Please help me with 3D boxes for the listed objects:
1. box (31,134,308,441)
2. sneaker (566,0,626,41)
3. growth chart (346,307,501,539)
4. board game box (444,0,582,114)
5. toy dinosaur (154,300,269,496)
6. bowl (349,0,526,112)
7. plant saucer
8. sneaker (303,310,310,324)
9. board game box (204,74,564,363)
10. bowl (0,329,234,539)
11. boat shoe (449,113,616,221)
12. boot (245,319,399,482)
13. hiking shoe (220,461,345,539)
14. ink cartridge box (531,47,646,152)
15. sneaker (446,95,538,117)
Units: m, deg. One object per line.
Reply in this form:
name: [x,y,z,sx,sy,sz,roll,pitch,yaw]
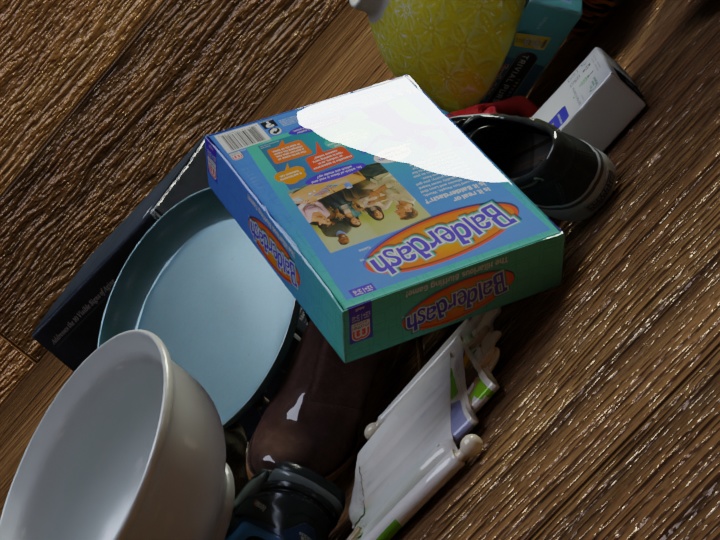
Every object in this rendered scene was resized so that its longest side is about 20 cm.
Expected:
box: [-0.125,0.034,1.539,0.200,0.197,0.124,-41,15,39]
sneaker: [0.180,-0.227,1.539,0.077,0.078,0.200,-65,10,-8]
growth chart: [0.039,0.096,1.150,0.145,0.018,0.200,-46,12,21]
board game box: [0.118,-0.209,1.526,0.200,0.047,0.151,124,154,-54]
toy dinosaur: [-0.112,0.118,1.394,0.077,0.200,0.102,-10,9,33]
bowl: [0.053,-0.232,1.483,0.200,0.108,0.200,-167,90,-75]
plant saucer: [-0.111,0.035,1.343,0.200,0.027,0.200,-21,56,34]
sneaker: [0.000,0.000,1.423,0.076,0.091,0.200,-6,4,30]
board game box: [0.011,-0.038,1.180,0.152,0.045,0.200,-18,42,-20]
bowl: [-0.140,0.145,1.166,0.201,0.090,0.201,-42,32,35]
boat shoe: [0.088,-0.079,1.254,0.200,0.057,0.069,14,74,54]
boot: [-0.021,0.038,1.254,0.200,0.072,0.167,-53,-28,-49]
hiking shoe: [-0.089,0.194,1.193,0.200,0.074,0.087,-45,17,44]
ink cartridge box: [0.116,-0.065,1.325,0.200,0.039,0.099,-46,12,14]
sneaker: [0.069,-0.091,1.404,0.085,0.077,0.200,-31,2,40]
